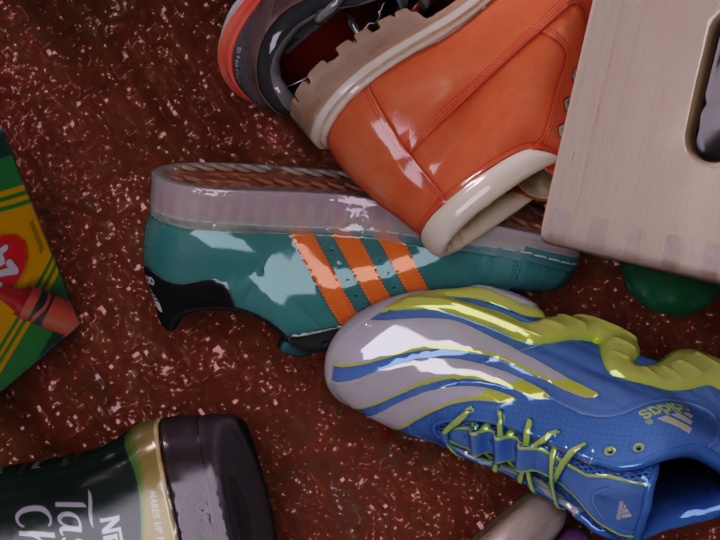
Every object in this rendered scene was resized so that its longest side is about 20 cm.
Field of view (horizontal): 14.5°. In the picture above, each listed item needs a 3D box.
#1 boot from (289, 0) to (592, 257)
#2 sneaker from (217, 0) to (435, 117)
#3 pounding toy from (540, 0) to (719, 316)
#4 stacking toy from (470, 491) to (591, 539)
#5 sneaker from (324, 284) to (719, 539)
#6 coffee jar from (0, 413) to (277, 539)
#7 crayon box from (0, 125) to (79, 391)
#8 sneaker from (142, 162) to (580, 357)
[{"bbox_3d":[0.078,-0.084,1.264,0.200,0.075,0.107,-34,70,-19],"label":"boot"},{"bbox_3d":[0.022,-0.142,1.282,0.077,0.082,0.200,36,97,-27],"label":"sneaker"},{"bbox_3d":[0.178,-0.046,1.232,0.142,0.184,0.201,13,91,19],"label":"pounding toy"},{"bbox_3d":[0.116,0.197,1.264,0.085,0.085,0.200,-41,88,0],"label":"stacking toy"},{"bbox_3d":[0.085,0.064,1.239,0.199,0.105,0.076,7,116,-8],"label":"sneaker"},{"bbox_3d":[-0.137,0.130,1.282,0.199,0.085,0.105,-14,85,3],"label":"coffee jar"},{"bbox_3d":[-0.224,0.032,1.241,0.051,0.127,0.200,29,60,37],"label":"crayon box"},{"bbox_3d":[0.000,0.000,1.296,0.199,0.071,0.080,6,106,-1],"label":"sneaker"}]
